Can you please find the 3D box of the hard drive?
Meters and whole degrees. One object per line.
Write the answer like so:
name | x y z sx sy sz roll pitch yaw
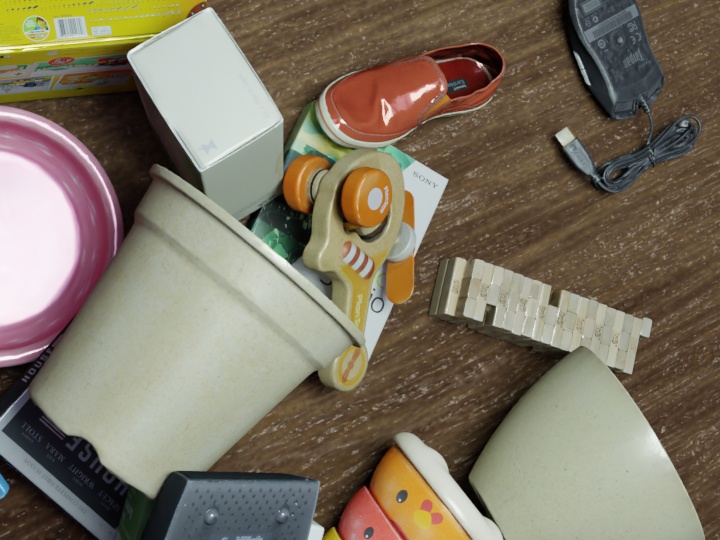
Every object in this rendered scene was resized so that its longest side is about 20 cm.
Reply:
hard drive | -0.109 0.233 0.912 0.135 0.042 0.201 9 100 -45

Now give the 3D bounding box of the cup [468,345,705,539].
cup | 0.178 0.185 1.110 0.143 0.200 0.201 -29 96 -1

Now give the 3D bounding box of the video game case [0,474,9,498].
video game case | -0.372 0.118 0.947 0.143 0.018 0.200 -33 98 0

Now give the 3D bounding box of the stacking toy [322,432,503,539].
stacking toy | 0.011 0.245 1.076 0.200 0.146 0.146 -39 100 -4

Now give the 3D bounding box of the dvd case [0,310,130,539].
dvd case | -0.184 0.095 1.022 0.200 0.025 0.150 -52 126 -19

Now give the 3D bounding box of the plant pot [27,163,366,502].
plant pot | -0.130 0.058 0.937 0.200 0.200 0.184 41 84 -14

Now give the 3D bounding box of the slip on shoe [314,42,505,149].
slip on shoe | 0.046 -0.158 1.129 0.200 0.061 0.074 -19 75 -33

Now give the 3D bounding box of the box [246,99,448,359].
box | -0.025 -0.026 1.120 0.144 0.036 0.200 29 73 -18

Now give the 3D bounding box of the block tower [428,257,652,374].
block tower | 0.165 0.044 1.181 0.200 0.054 0.058 17 79 -19

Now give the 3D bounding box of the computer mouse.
computer mouse | 0.226 -0.173 1.237 0.140 0.046 0.200 -36 104 -17

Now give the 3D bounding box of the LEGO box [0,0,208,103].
LEGO box | -0.230 -0.185 0.989 0.199 0.149 0.077 -9 86 -23

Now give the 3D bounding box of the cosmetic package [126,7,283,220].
cosmetic package | -0.113 -0.107 0.990 0.073 0.200 0.104 -31 84 -9

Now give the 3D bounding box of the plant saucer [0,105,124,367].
plant saucer | -0.286 -0.025 1.005 0.200 0.051 0.201 2 84 -23

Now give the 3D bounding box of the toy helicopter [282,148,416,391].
toy helicopter | 0.000 0.000 1.071 0.132 0.079 0.201 -5 105 -52

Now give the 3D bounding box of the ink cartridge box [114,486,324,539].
ink cartridge box | -0.128 0.274 1.007 0.145 0.087 0.201 14 88 -20
